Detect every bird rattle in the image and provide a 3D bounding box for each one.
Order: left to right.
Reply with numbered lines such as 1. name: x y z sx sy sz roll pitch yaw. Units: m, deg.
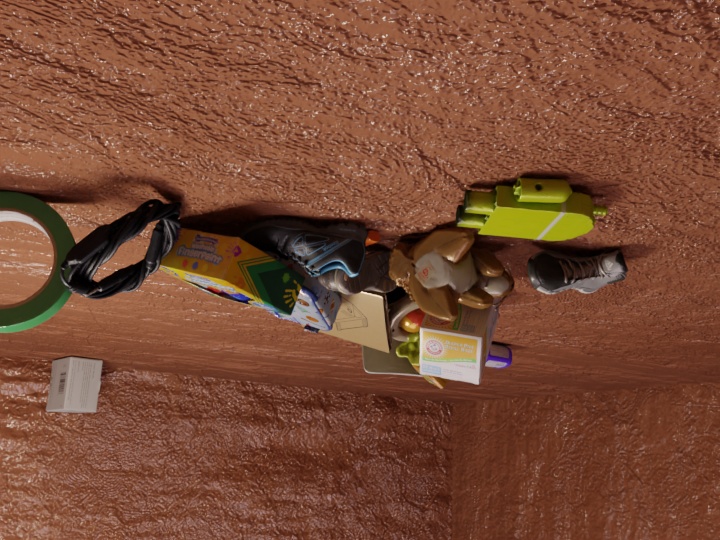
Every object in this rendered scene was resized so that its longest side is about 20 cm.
1. bird rattle: 0.129 0.098 1.527 0.163 0.113 0.200 18 134 -43

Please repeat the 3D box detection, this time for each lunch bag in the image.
1. lunch bag: -0.124 0.038 1.398 0.159 0.076 0.200 15 155 17

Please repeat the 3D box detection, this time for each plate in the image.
1. plate: 0.089 0.155 1.686 0.198 0.201 0.032 6 137 -15

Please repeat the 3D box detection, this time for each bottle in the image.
1. bottle: 0.348 0.240 2.214 0.199 0.066 0.083 13 161 -36

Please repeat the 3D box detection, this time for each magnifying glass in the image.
1. magnifying glass: -0.037 -0.038 1.307 0.079 0.023 0.200 12 164 -35

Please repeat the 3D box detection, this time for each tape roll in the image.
1. tape roll: -0.514 -0.012 1.112 0.199 0.202 0.048 5 164 -12

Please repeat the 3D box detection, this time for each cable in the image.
1. cable: -0.333 -0.027 1.120 0.200 0.051 0.163 -41 159 -8

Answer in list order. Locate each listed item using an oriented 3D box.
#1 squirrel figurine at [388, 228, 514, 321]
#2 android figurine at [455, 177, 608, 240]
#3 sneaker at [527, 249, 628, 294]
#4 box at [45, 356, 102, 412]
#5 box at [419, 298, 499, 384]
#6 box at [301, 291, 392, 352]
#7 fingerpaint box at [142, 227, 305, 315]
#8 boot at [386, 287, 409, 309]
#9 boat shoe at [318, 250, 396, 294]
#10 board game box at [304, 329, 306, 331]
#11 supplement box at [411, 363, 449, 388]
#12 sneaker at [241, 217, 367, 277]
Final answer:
1. squirrel figurine: 0.154 0.003 1.275 0.199 0.142 0.186 8 -176 44
2. android figurine: 0.236 -0.080 1.059 0.199 0.041 0.182 3 165 -1
3. sneaker: 0.375 -0.008 1.277 0.199 0.075 0.115 1 164 -41
4. box: -1.093 0.440 2.926 0.130 0.200 0.199 15 161 -38
5. box: 0.180 0.097 1.372 0.112 0.102 0.200 7 -148 15
6. box: -0.037 0.077 1.491 0.199 0.021 0.164 15 140 22
7. fingerpaint box: -0.219 0.000 1.232 0.199 0.074 0.167 11 165 38
8. boot: -0.004 0.066 1.575 0.199 0.073 0.155 -3 167 -6
9. boat shoe: 0.000 0.000 1.318 0.073 0.075 0.200 6 -177 32
10. board game box: -0.061 0.122 1.884 0.126 0.035 0.200 5 165 -12
11. supplement box: 0.199 0.146 1.600 0.069 0.200 0.066 41 170 -19
12. sneaker: -0.090 -0.035 1.200 0.199 0.082 0.073 2 168 5
